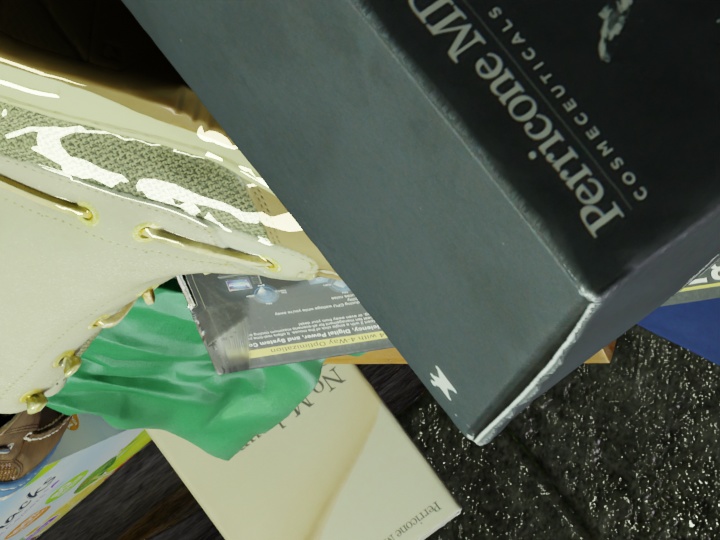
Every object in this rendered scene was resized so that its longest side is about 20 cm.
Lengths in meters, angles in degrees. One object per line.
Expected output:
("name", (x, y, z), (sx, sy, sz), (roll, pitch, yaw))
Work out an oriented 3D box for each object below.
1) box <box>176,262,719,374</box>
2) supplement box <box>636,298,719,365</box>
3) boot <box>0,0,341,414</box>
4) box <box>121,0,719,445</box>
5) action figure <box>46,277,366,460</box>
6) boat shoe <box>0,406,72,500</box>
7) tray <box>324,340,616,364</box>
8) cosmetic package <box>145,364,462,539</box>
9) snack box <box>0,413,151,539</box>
("box", (0.028, -0.047, 0.707), (0.200, 0.049, 0.161), (-9, 133, 11))
("supplement box", (0.189, -0.063, 0.900), (0.200, 0.109, 0.110), (-66, -177, -31))
("boot", (-0.059, -0.009, 0.668), (0.155, 0.200, 0.072), (-52, -156, 44))
("box", (0.052, -0.102, 0.547), (0.197, 0.200, 0.124), (-36, 171, -19))
("action figure", (-0.096, 0.016, 0.840), (0.200, 0.055, 0.118), (14, 126, -42))
("boat shoe", (-0.170, 0.058, 0.963), (0.072, 0.072, 0.200), (-42, 171, 21))
("tray", (0.000, 0.000, 0.939), (0.200, 0.099, 0.037), (-2, -127, 28))
("cosmetic package", (-0.049, 0.067, 1.084), (0.104, 0.200, 0.073), (-38, 172, -4))
("snack box", (-0.199, 0.108, 1.147), (0.169, 0.068, 0.200), (-41, 170, 26))
